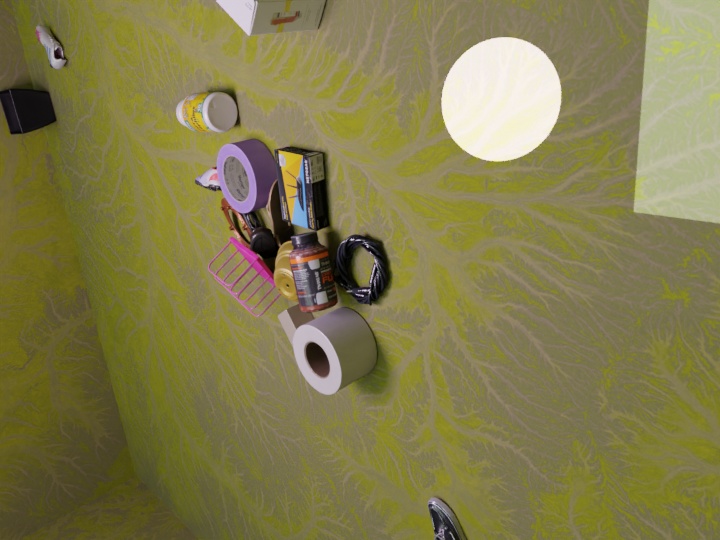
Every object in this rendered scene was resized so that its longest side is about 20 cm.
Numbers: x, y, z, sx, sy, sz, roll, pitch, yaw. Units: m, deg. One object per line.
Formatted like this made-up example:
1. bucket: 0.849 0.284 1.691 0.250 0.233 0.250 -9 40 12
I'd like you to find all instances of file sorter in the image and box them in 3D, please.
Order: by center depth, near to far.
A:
1. file sorter: -0.343 0.026 1.824 0.139 0.126 0.200 33 165 34

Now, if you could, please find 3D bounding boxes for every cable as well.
1. cable: 0.000 0.000 1.551 0.164 0.051 0.200 53 138 17

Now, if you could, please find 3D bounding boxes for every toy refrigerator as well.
1. toy refrigerator: -0.164 0.203 1.816 0.070 0.076 0.201 -34 82 50

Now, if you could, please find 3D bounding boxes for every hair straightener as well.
1. hair straightener: -0.353 -0.172 1.877 0.077 0.041 0.202 -25 88 51

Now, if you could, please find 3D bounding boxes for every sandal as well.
1. sandal: -0.242 -0.166 1.728 0.069 0.077 0.214 23 130 39

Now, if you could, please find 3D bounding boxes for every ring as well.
1. ring: -0.381 -0.133 1.892 0.200 0.019 0.201 46 156 26

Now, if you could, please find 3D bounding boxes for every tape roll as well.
1. tape roll: -0.070 0.218 1.665 0.202 0.138 0.205 25 125 41
2. tape roll: -0.328 -0.274 1.767 0.199 0.085 0.202 24 124 41

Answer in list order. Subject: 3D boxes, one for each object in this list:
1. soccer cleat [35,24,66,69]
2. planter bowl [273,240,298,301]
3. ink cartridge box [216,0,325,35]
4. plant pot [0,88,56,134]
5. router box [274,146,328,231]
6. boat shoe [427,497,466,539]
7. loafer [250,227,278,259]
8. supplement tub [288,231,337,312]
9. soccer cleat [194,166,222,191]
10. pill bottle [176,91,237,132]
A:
1. soccer cleat: -1.300 -0.954 2.573 0.086 0.070 0.202 -21 94 35
2. planter bowl: -0.182 0.025 1.710 0.199 0.083 0.202 21 130 27
3. ink cartridge box: -0.202 -0.609 1.370 0.145 0.199 0.084 48 137 21
4. plant pot: -1.559 -0.755 2.865 0.198 0.176 0.202 11 115 46
5. router box: -0.157 -0.219 1.621 0.148 0.051 0.202 20 123 42
6. boat shoe: 0.228 0.707 1.615 0.072 0.067 0.201 -34 81 50
7. loafer: -0.284 -0.090 1.763 0.200 0.072 0.072 96 158 -76
8. supplement tub: -0.128 0.002 1.600 0.106 0.106 0.202 -2 103 49
9. soccer cleat: -0.472 -0.297 1.947 0.199 0.068 0.074 13 85 56
10. pill bottle: -0.462 -0.468 1.804 0.199 0.112 0.114 15 119 44
